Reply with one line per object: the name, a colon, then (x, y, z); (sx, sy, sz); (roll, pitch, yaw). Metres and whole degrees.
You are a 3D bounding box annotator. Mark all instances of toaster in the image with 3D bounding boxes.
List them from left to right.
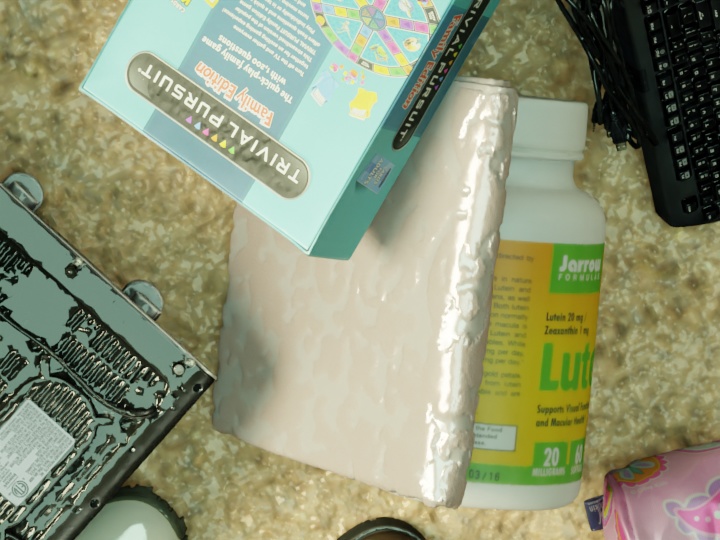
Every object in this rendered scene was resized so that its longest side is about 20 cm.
toaster: (-0.195, 0.060, 1.351); (0.181, 0.119, 0.200); (41, 90, -6)

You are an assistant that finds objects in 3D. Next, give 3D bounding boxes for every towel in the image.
towel: (0.000, 0.000, 1.338); (0.032, 0.191, 0.201); (3, 96, -38)

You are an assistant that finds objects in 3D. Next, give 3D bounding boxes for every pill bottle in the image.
pill bottle: (0.064, 0.012, 1.371); (0.110, 0.111, 0.201); (5, 95, -5)

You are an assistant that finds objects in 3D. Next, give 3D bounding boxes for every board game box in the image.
board game box: (-0.021, -0.130, 1.278); (0.151, 0.047, 0.201); (36, 103, 23)

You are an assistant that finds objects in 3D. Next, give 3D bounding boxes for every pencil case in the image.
pencil case: (0.221, 0.124, 1.411); (0.199, 0.087, 0.088); (-14, 96, -3)

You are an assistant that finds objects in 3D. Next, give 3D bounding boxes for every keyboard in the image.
keyboard: (0.160, -0.098, 1.362); (0.104, 0.040, 0.201); (-19, 125, -2)

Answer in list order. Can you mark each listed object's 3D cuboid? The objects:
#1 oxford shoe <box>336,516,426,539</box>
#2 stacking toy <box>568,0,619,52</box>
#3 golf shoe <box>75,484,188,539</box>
oxford shoe: (-0.040, 0.210, 1.396); (0.073, 0.084, 0.200); (41, 93, -9)
stacking toy: (0.097, -0.191, 1.367); (0.145, 0.146, 0.201); (-26, 115, -2)
golf shoe: (-0.156, 0.199, 1.385); (0.077, 0.088, 0.200); (38, 90, -5)
